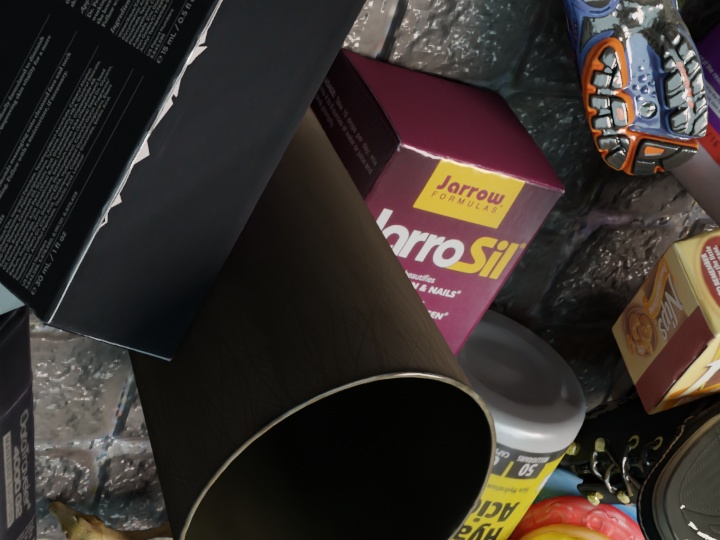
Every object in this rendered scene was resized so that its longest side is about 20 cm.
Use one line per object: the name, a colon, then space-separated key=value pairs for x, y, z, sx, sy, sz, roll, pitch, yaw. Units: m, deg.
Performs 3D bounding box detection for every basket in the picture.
basket: x=-0.041 y=0.024 z=0.760 sx=0.135 sy=0.201 sz=0.181 roll=-9 pitch=142 yaw=-19

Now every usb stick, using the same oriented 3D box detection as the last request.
usb stick: x=-0.192 y=0.095 z=0.917 sx=0.032 sy=0.056 sz=0.201 roll=19 pitch=131 yaw=14

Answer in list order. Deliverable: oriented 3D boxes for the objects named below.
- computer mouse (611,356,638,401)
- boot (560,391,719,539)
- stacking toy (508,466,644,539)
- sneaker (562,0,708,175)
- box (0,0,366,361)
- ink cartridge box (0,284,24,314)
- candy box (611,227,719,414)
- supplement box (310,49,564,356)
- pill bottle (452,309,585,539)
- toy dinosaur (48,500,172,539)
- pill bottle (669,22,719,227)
computer mouse: x=0.221 y=0.070 z=1.111 sx=0.110 sy=0.044 sz=0.199 roll=-42 pitch=140 yaw=19
boot: x=0.167 y=0.110 z=0.943 sx=0.153 sy=0.074 sz=0.203 roll=-17 pitch=-174 yaw=42
stacking toy: x=0.110 y=0.196 z=0.980 sx=0.117 sy=0.109 sz=0.200 roll=-64 pitch=168 yaw=12
sneaker: x=0.121 y=-0.149 z=0.845 sx=0.074 sy=0.079 sz=0.202 roll=-8 pitch=117 yaw=-3
box: x=-0.091 y=-0.089 z=0.691 sx=0.079 sy=0.141 sz=0.201 roll=22 pitch=99 yaw=-54
ink cartridge box: x=-0.144 y=-0.079 z=0.788 sx=0.172 sy=0.044 sz=0.201 roll=-21 pitch=135 yaw=-6
candy box: x=0.238 y=0.004 z=0.884 sx=0.198 sy=0.056 sz=0.116 roll=-16 pitch=159 yaw=-14
supplement box: x=0.000 y=0.000 z=0.901 sx=0.109 sy=0.086 sz=0.201 roll=12 pitch=122 yaw=-34
pill bottle: x=0.039 y=0.128 z=1.018 sx=0.110 sy=0.112 sz=0.201 roll=8 pitch=125 yaw=-32
toy dinosaur: x=-0.074 y=0.153 z=0.982 sx=0.198 sy=0.059 sz=0.101 roll=-6 pitch=165 yaw=13
pill bottle: x=0.248 y=-0.109 z=0.910 sx=0.200 sy=0.113 sz=0.112 roll=-43 pitch=134 yaw=14
